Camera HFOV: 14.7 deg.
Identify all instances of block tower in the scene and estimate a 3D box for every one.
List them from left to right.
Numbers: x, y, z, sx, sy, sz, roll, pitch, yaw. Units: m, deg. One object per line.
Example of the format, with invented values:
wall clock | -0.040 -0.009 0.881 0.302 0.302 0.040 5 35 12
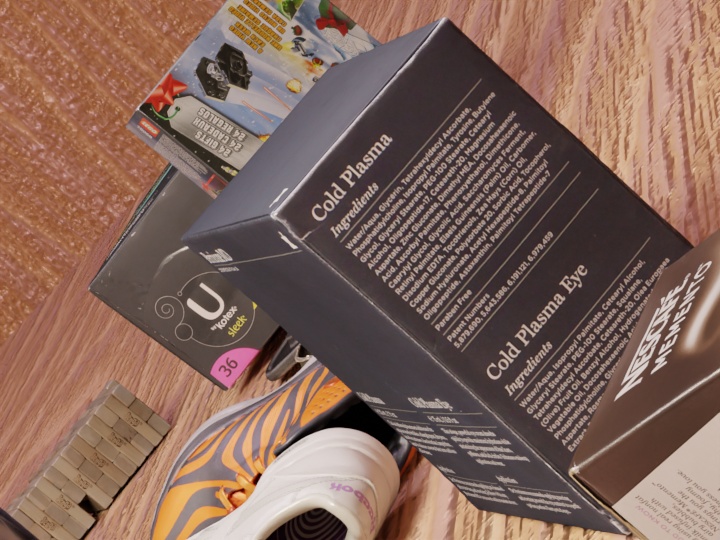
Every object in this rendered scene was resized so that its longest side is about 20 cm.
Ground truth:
block tower | -0.221 0.170 2.058 0.200 0.054 0.058 -53 11 -20

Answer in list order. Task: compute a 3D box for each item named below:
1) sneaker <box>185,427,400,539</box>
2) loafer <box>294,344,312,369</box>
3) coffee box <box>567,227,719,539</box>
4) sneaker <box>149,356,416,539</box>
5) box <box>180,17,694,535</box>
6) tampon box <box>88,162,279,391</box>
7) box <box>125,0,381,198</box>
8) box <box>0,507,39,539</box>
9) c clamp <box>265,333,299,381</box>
sneaker | -0.065 0.157 1.327 0.200 0.075 0.100 -46 8 15
loafer | 0.025 -0.006 1.585 0.200 0.070 0.075 -44 10 27
coffee box | 0.167 0.008 0.844 0.200 0.080 0.113 -41 13 41
sneaker | -0.041 0.104 1.425 0.200 0.078 0.112 -46 9 16
box | 0.042 0.005 1.117 0.104 0.182 0.200 -50 10 -10
tampon box | -0.088 -0.034 1.993 0.150 0.126 0.200 -52 7 17
box | -0.023 -0.078 1.695 0.137 0.200 0.040 -52 4 -21
box | -0.124 0.190 1.089 0.123 0.200 0.198 -49 10 -4
c clamp | 0.000 0.000 1.830 0.171 0.027 0.200 -49 7 44
